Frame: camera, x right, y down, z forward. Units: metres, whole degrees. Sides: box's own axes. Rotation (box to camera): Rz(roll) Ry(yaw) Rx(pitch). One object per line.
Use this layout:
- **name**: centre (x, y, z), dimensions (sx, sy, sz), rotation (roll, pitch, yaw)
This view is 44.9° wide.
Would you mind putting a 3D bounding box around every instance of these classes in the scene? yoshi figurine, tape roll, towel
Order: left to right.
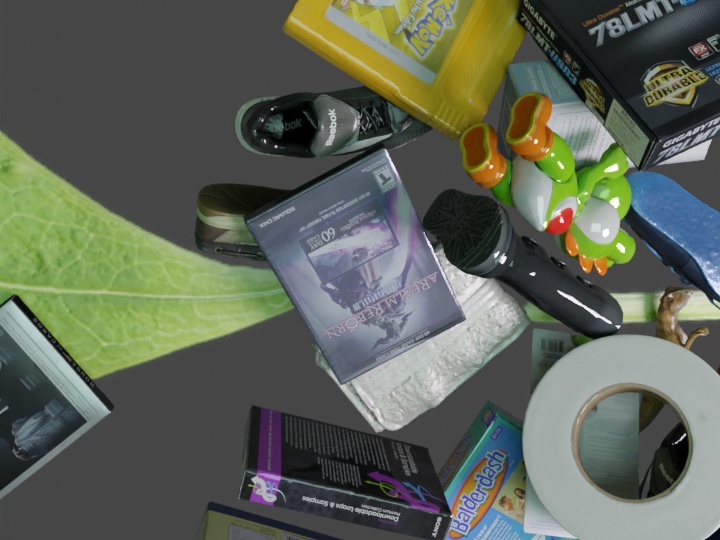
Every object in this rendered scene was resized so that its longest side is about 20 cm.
- **towel**: centre (0.060, 0.065, 0.888), dimensions (0.200, 0.034, 0.133), rotation (-40, 104, 3)
- **yoshi figurine**: centre (0.183, -0.082, 0.792), dimensions (0.200, 0.112, 0.112), rotation (37, 92, -33)
- **tape roll**: centre (0.251, 0.160, 0.805), dimensions (0.201, 0.037, 0.205), rotation (-6, 71, 18)

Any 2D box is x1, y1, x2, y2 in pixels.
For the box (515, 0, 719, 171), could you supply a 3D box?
- **box**: centre (0.273, -0.207, 0.769), dimensions (0.199, 0.050, 0.200), rotation (-24, 66, -12)

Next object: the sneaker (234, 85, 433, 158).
- **sneaker**: centre (-0.018, -0.135, 0.808), dimensions (0.198, 0.091, 0.067), rotation (-6, 104, -4)

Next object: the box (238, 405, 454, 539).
- **box**: centre (-0.017, 0.197, 0.854), dimensions (0.198, 0.143, 0.036), rotation (14, 103, -8)

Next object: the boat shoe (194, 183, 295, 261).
- **boat shoe**: centre (-0.062, -0.037, 0.842), dimensions (0.198, 0.074, 0.065), rotation (10, 128, -16)

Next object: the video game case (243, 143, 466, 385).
- **video game case**: centre (0.000, 0.000, 0.818), dimensions (0.142, 0.019, 0.201), rotation (-27, 117, 2)

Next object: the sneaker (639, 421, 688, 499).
- **sneaker**: centre (0.309, 0.208, 0.857), dimensions (0.066, 0.090, 0.201), rotation (34, 105, 31)

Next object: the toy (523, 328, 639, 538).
- **toy**: centre (0.221, 0.166, 0.883), dimensions (0.114, 0.047, 0.202), rotation (8, 76, -3)

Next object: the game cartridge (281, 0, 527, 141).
- **game cartridge**: centre (0.054, -0.240, 0.795), dimensions (0.199, 0.032, 0.177), rotation (29, 79, -10)

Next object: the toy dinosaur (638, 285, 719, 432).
- **toy dinosaur**: centre (0.322, 0.114, 0.922), dimensions (0.105, 0.060, 0.202), rotation (15, 98, 4)

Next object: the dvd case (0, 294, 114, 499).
- **dvd case**: centre (-0.371, 0.143, 0.869), dimensions (0.199, 0.025, 0.151), rotation (-38, 103, 3)

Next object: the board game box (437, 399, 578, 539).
- **board game box**: centre (0.178, 0.255, 0.934), dimensions (0.199, 0.045, 0.153), rotation (33, 96, -12)

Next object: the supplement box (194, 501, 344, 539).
- **supplement box**: centre (-0.083, 0.356, 0.852), dimensions (0.198, 0.200, 0.135), rotation (18, 100, -9)

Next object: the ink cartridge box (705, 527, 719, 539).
- **ink cartridge box**: centre (0.368, 0.239, 0.852), dimensions (0.198, 0.047, 0.201), rotation (-44, 147, -25)

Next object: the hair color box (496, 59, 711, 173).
- **hair color box**: centre (0.235, -0.148, 0.822), dimensions (0.198, 0.061, 0.099), rotation (-6, 145, -4)

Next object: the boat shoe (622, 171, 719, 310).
- **boat shoe**: centre (0.337, -0.033, 0.880), dimensions (0.200, 0.069, 0.084), rotation (45, 83, -8)

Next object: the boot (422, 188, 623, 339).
- **boot**: centre (0.164, 0.009, 0.807), dimensions (0.199, 0.165, 0.066), rotation (36, 100, -20)
